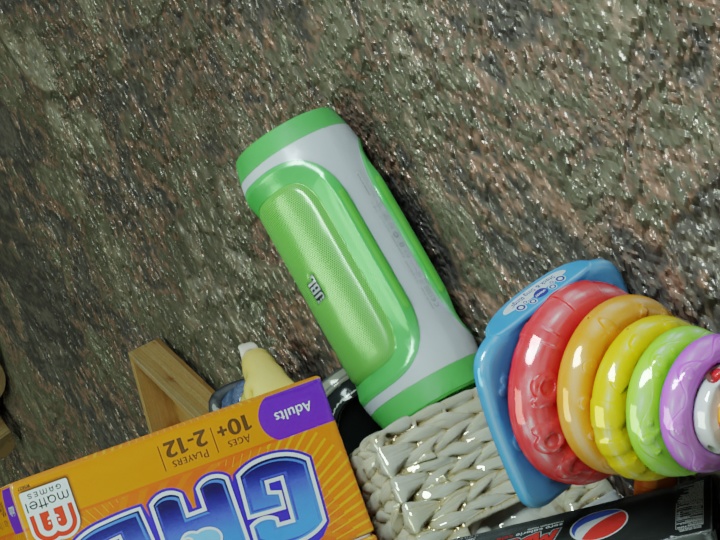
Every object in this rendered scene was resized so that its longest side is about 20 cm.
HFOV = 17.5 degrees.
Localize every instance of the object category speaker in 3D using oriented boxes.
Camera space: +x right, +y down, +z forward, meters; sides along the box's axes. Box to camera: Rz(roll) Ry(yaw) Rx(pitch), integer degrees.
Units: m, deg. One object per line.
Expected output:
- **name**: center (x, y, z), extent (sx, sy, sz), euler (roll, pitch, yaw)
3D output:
- **speaker**: center (0.000, 0.000, 1.488), extent (0.201, 0.088, 0.088), euler (60, 159, 10)

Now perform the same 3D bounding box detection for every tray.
- **tray**: center (-0.131, 0.146, 2.029), extent (0.200, 0.037, 0.099), euler (37, 146, 48)

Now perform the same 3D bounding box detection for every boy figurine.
- **boy figurine**: center (-0.057, 0.110, 1.777), extent (0.125, 0.064, 0.200), euler (66, 158, -4)

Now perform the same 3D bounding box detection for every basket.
- **basket**: center (0.062, 0.153, 1.456), extent (0.124, 0.135, 0.200), euler (64, 160, 10)

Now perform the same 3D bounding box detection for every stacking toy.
- **stacking toy**: center (0.162, 0.067, 1.188), extent (0.200, 0.116, 0.110), euler (11, 128, 51)

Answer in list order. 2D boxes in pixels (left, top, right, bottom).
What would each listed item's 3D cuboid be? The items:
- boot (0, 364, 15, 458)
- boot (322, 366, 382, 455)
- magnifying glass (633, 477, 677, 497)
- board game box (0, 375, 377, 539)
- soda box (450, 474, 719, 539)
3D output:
- **boot**: center (-0.470, 0.121, 2.738), extent (0.144, 0.071, 0.202), euler (44, 157, 35)
- **boot**: center (0.035, 0.163, 1.612), extent (0.154, 0.073, 0.204), euler (47, 160, 32)
- **magnifying glass**: center (0.165, 0.182, 1.342), extent (0.022, 0.079, 0.201), euler (41, 139, 51)
- **board game box**: center (-0.106, 0.199, 1.451), extent (0.201, 0.199, 0.200), euler (70, 162, 3)
- **soda box**: center (0.107, 0.178, 1.289), extent (0.063, 0.199, 0.071), euler (-66, -42, -67)
